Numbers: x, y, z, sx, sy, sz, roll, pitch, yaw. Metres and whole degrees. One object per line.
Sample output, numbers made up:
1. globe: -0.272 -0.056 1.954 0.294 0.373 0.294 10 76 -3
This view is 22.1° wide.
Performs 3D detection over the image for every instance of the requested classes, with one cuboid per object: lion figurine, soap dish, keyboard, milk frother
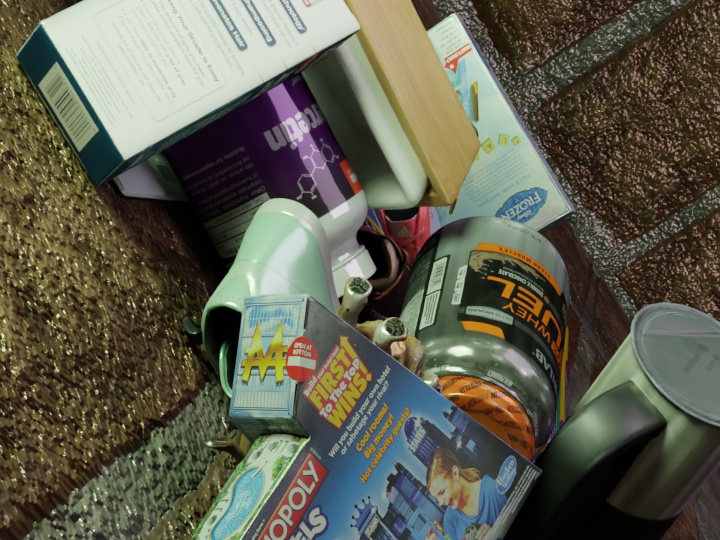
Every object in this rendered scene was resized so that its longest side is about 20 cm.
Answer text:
1. lion figurine: -0.026 0.085 1.119 0.072 0.199 0.123 42 -37 22
2. soap dish: -0.007 -0.141 1.329 0.157 0.081 0.201 2 -56 60
3. keyboard: -0.140 -0.073 1.282 0.057 0.011 0.200 65 14 6
4. milk frother: 0.219 0.168 1.312 0.199 0.189 0.180 38 38 10

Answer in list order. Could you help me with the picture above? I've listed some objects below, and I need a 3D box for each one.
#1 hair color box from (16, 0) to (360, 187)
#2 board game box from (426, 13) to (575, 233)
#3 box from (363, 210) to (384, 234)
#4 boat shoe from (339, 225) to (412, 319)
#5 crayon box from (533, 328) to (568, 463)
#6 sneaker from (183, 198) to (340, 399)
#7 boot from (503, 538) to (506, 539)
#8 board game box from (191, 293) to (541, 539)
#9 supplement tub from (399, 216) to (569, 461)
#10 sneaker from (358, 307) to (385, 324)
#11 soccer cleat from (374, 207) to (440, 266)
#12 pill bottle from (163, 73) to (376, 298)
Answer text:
1. hair color box: -0.107 -0.145 1.175 0.101 0.199 0.060 58 -31 -1
2. board game box: 0.053 -0.084 1.607 0.201 0.199 0.041 60 13 7
3. box: -0.062 -0.084 1.468 0.200 0.064 0.070 49 12 -39
4. boat shoe: 0.000 0.000 1.443 0.072 0.073 0.200 24 -11 44
5. crayon box: 0.116 0.117 1.479 0.172 0.058 0.202 41 50 -61
6. sneaker: -0.051 0.068 1.198 0.119 0.073 0.202 -57 139 -42
7. boot: 0.064 0.188 1.296 0.167 0.072 0.200 58 16 -11
8. board game box: -0.016 0.120 1.004 0.200 0.061 0.201 51 57 -26
9. supplement tub: 0.082 0.062 1.299 0.123 0.122 0.201 52 29 -24
10. sneaker: 0.032 0.098 1.418 0.104 0.060 0.200 48 13 -27
11. soccer cleat: 0.043 -0.013 1.549 0.073 0.067 0.202 3 74 -81
12. pill bottle: -0.068 -0.071 1.284 0.201 0.112 0.112 61 12 -7
